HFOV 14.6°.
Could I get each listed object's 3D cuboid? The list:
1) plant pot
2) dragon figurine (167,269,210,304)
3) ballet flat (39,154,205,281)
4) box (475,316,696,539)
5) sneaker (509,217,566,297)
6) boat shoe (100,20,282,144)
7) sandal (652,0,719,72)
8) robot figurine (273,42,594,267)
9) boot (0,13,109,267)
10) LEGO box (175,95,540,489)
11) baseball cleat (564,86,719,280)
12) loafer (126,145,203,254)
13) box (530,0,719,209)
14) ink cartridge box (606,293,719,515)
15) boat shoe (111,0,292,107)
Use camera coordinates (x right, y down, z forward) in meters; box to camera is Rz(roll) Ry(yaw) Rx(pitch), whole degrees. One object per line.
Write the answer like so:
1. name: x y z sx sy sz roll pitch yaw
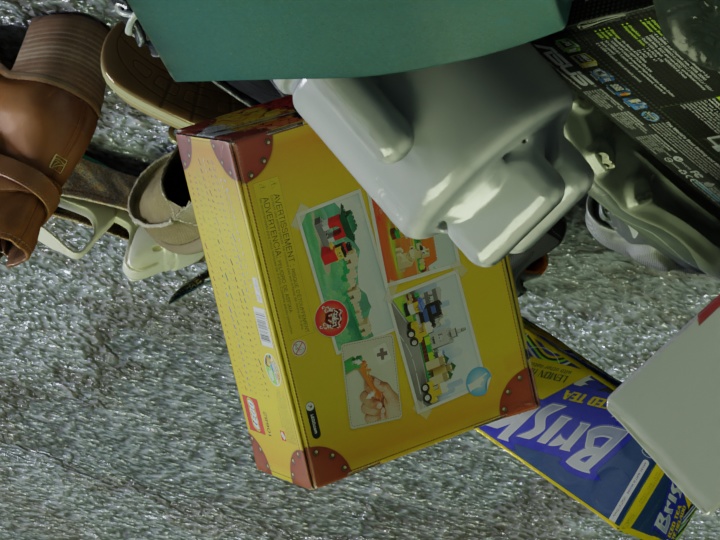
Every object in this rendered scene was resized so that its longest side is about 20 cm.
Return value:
1. plant pot: 0.001 -0.176 1.315 0.200 0.141 0.141 6 154 19
2. dragon figurine: -0.044 -0.024 1.768 0.200 0.059 0.099 -3 149 26
3. ballet flat: -0.159 -0.032 1.826 0.200 0.067 0.068 18 157 -2
4. box: 0.113 0.081 1.629 0.200 0.070 0.064 34 -175 40
5. sneaker: 0.067 0.002 1.743 0.079 0.074 0.200 16 157 -10
6. boat shoe: -0.055 -0.090 1.620 0.200 0.073 0.063 18 154 -4
7. sandal: 0.147 -0.163 1.299 0.075 0.048 0.201 8 139 35
8. robot figurine: 0.028 -0.097 1.436 0.200 0.113 0.170 50 -157 10
9. boot: -0.234 -0.066 1.692 0.200 0.155 0.077 -4 149 41
10. LEGO box: 0.000 0.000 1.542 0.149 0.200 0.077 -18 -166 -24
11. baseball cleat: 0.147 -0.046 1.586 0.106 0.070 0.200 0 148 49
12. loafer: -0.091 -0.056 1.709 0.067 0.076 0.200 41 160 -24
13. box: 0.214 -0.100 1.450 0.200 0.048 0.193 35 149 -33
14. ink cartridge box: 0.230 0.044 1.517 0.083 0.147 0.200 48 -164 10
15. boat shoe: -0.101 -0.149 1.526 0.072 0.068 0.200 -7 147 43
